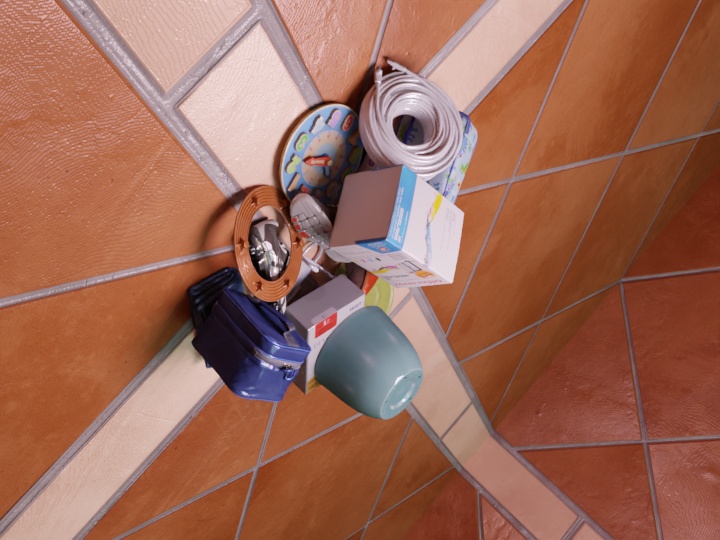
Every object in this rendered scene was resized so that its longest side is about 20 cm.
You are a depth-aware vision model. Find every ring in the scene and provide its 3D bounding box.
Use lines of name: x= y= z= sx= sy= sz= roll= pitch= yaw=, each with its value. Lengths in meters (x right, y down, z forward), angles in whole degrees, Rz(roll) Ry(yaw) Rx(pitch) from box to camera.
ring: x=-0.155 y=-0.047 z=1.313 sx=0.199 sy=0.019 sz=0.206 roll=4 pitch=86 yaw=-59

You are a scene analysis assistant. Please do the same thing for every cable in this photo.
cable: x=0.089 y=-0.259 z=1.355 sx=0.069 sy=0.196 sz=0.204 roll=144 pitch=-35 yaw=-65

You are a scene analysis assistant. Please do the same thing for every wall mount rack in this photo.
wall mount rack: x=-0.111 y=0.047 z=1.527 sx=0.201 sy=0.074 sz=0.173 roll=-52 pitch=153 yaw=3

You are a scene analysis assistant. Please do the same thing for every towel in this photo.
towel: x=-0.259 y=0.092 z=1.398 sx=0.111 sy=0.048 sz=0.202 roll=-34 pitch=145 yaw=-29

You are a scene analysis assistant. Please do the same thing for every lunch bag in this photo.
lunch bag: x=0.129 y=-0.218 z=1.464 sx=0.082 sy=0.158 sz=0.204 roll=30 pitch=80 yaw=-62
lunch bag: x=-0.182 y=0.126 z=1.294 sx=0.135 sy=0.199 sz=0.134 roll=20 pitch=105 yaw=-53

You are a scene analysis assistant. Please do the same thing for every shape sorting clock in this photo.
shape sorting clock: x=-0.066 y=-0.203 z=1.347 sx=0.198 sy=0.039 sz=0.203 roll=-30 pitch=141 yaw=-28

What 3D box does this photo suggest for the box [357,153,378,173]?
box: x=-0.005 y=-0.134 z=1.463 sx=0.038 sy=0.041 sz=0.203 roll=1 pitch=122 yaw=-52

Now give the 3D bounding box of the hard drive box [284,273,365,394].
hard drive box: x=-0.076 y=0.131 z=1.524 sx=0.154 sy=0.076 sz=0.203 roll=-31 pitch=144 yaw=-31

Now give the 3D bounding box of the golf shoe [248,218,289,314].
golf shoe: x=-0.161 y=-0.002 z=1.385 sx=0.094 sy=0.077 sz=0.203 roll=-43 pitch=139 yaw=-34

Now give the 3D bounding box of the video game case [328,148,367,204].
video game case: x=-0.004 y=-0.141 z=1.520 sx=0.182 sy=0.025 sz=0.200 roll=-50 pitch=150 yaw=-2

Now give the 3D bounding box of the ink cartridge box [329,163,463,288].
ink cartridge box: x=0.070 y=-0.073 z=1.353 sx=0.199 sy=0.145 sz=0.148 roll=30 pitch=65 yaw=-41

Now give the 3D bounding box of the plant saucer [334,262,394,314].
plant saucer: x=0.013 y=0.056 z=1.662 sx=0.197 sy=0.031 sz=0.205 roll=-9 pitch=103 yaw=-43

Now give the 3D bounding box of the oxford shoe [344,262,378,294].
oxford shoe: x=0.000 y=0.000 z=1.520 sx=0.071 sy=0.072 sz=0.202 roll=-47 pitch=167 yaw=-43

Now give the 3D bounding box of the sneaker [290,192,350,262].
sneaker: x=-0.064 y=-0.094 z=1.384 sx=0.200 sy=0.076 sz=0.083 roll=49 pitch=44 yaw=-49

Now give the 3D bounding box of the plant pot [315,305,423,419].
plant pot: x=0.032 y=0.202 z=1.512 sx=0.199 sy=0.160 sz=0.203 roll=-34 pitch=147 yaw=-27
